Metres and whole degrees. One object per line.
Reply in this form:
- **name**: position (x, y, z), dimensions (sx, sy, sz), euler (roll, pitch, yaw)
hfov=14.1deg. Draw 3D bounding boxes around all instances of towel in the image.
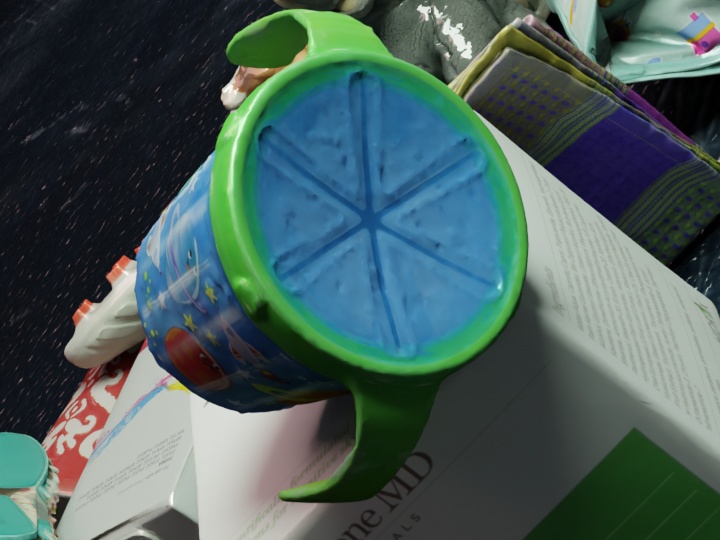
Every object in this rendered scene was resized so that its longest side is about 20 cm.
- **towel**: position (0.085, -0.031, 1.399), dimensions (0.144, 0.200, 0.023), euler (-46, 44, 14)

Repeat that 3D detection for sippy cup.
- **sippy cup**: position (-0.023, -0.004, 1.170), dimensions (0.130, 0.140, 0.178), euler (-30, 28, 54)

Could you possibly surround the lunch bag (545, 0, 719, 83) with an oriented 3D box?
- **lunch bag**: position (0.185, -0.187, 1.547), dimensions (0.200, 0.122, 0.170), euler (-42, 21, 12)

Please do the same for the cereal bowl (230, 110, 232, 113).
- **cereal bowl**: position (-0.012, -0.080, 1.747), dimensions (0.200, 0.083, 0.200), euler (-20, 56, 34)

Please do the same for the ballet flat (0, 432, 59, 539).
- **ballet flat**: position (-0.188, 0.137, 1.480), dimensions (0.200, 0.076, 0.064), euler (-109, 21, -77)

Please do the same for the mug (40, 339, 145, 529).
- **mug**: position (-0.127, 0.102, 1.733), dimensions (0.178, 0.133, 0.200), euler (-28, 29, 49)

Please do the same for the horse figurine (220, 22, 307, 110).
- **horse figurine**: position (-0.015, -0.051, 1.319), dimensions (0.200, 0.050, 0.133), euler (2, 60, 59)

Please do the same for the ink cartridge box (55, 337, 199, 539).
- **ink cartridge box**: position (-0.048, 0.104, 1.521), dimensions (0.145, 0.145, 0.200), euler (-32, 27, 48)

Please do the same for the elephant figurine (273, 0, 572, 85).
- **elephant figurine**: position (0.016, -0.148, 1.544), dimensions (0.142, 0.200, 0.155), euler (-40, 1, -13)

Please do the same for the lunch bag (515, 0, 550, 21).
- **lunch bag**: position (0.060, -0.237, 1.855), dimensions (0.118, 0.164, 0.200), euler (-33, 27, 56)

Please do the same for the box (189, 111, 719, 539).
- **box**: position (0.051, 0.078, 1.293), dimensions (0.199, 0.171, 0.200), euler (-46, 21, 16)

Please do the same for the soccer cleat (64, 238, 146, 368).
- **soccer cleat**: position (-0.083, -0.003, 1.667), dimensions (0.200, 0.078, 0.069), euler (-42, 5, 4)
